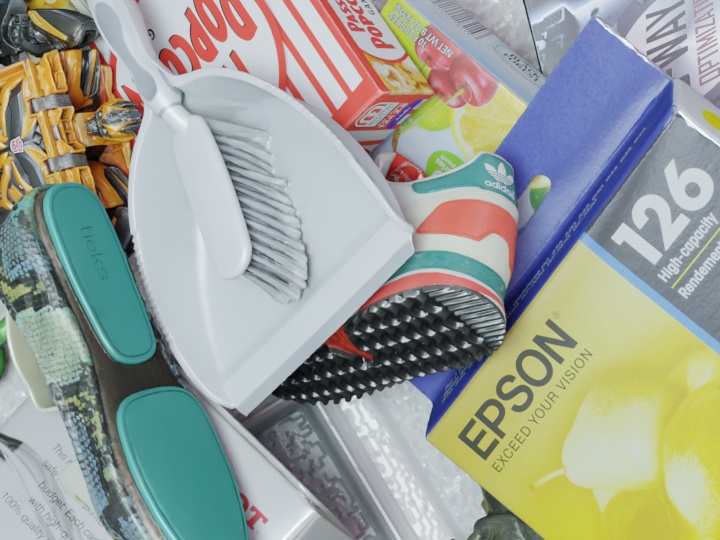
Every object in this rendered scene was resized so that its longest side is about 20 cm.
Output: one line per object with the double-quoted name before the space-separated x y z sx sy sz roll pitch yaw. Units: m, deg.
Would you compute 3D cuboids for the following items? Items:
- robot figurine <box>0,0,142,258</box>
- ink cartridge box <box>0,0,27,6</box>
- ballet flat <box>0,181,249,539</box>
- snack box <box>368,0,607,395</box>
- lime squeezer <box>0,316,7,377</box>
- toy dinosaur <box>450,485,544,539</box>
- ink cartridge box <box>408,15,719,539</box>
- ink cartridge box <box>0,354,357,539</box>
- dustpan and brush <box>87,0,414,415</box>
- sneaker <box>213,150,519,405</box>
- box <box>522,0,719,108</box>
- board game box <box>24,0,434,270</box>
"robot figurine" -0.186 -0.044 1.013 0.200 0.058 0.145 -19 87 35
"ink cartridge box" -0.230 -0.188 0.976 0.200 0.145 0.147 -17 86 34
"ballet flat" -0.109 0.060 0.921 0.074 0.074 0.200 -24 73 5
"snack box" 0.061 -0.016 0.993 0.200 0.053 0.142 41 117 11
"lime squeezer" -0.185 0.067 1.057 0.071 0.038 0.200 19 90 6
"toy dinosaur" 0.078 0.167 1.006 0.088 0.047 0.200 -45 63 37
"ink cartridge box" 0.120 0.028 0.924 0.200 0.047 0.198 38 116 7
"ink cartridge box" -0.121 0.143 0.972 0.200 0.084 0.145 -46 67 -3
"dustpan and brush" -0.069 -0.055 0.928 0.140 0.057 0.200 -45 56 34
"sneaker" 0.000 0.000 0.965 0.070 0.200 0.093 32 61 -30
"box" 0.158 -0.138 1.018 0.160 0.044 0.200 -13 88 6
"board game box" -0.077 -0.113 0.996 0.151 0.046 0.200 -44 71 29
